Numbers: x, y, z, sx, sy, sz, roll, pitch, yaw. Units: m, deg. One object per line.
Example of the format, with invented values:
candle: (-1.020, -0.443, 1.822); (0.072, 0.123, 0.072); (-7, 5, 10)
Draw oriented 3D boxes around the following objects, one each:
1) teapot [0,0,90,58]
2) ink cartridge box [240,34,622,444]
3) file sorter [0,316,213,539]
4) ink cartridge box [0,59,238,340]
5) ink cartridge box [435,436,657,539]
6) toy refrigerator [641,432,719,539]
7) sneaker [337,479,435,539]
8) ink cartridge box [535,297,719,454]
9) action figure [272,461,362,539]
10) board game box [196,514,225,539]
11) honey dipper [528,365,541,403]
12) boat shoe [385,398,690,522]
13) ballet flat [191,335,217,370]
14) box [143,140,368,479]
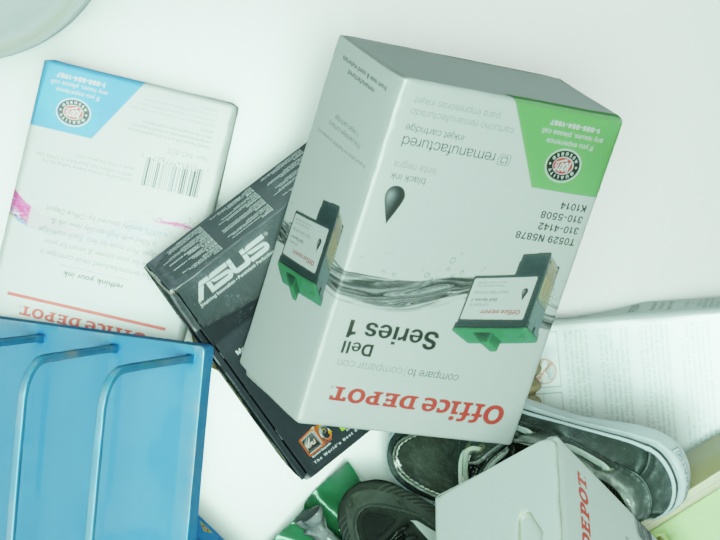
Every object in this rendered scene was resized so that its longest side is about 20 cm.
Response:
teapot: (-0.230, -0.225, 1.376); (0.197, 0.146, 0.200); (-24, 129, 17)
ink cartridge box: (0.037, -0.013, 1.330); (0.146, 0.084, 0.200); (8, 108, -30)
file sorter: (-0.200, 0.101, 1.327); (0.200, 0.123, 0.139); (7, 95, 19)
ink cartridge box: (-0.149, -0.013, 1.429); (0.115, 0.068, 0.200); (14, 92, -3)
ink cartridge box: (0.127, 0.206, 1.283); (0.084, 0.144, 0.200); (-29, 124, 23)
toy refrigerator: (0.156, 0.179, 1.413); (0.200, 0.070, 0.076); (-32, 100, 8)
sneaker: (0.042, 0.179, 1.358); (0.066, 0.091, 0.200); (-39, 53, 2)
ink cartridge box: (0.156, 0.103, 1.480); (0.200, 0.057, 0.163); (-4, 94, 17)
action figure: (0.026, 0.226, 1.467); (0.200, 0.055, 0.118); (43, 87, -9)
board game box: (-0.129, 0.249, 1.428); (0.200, 0.056, 0.196); (44, 104, -4)
honey dipper: (0.087, 0.134, 1.458); (0.038, 0.038, 0.200); (0, 100, -4)
boat shoe: (0.087, 0.111, 1.388); (0.200, 0.071, 0.072); (-1, 101, 38)
ballet flat: (-0.029, -0.022, 1.440); (0.069, 0.063, 0.200); (40, 90, -3)
box: (0.000, 0.000, 1.397); (0.200, 0.049, 0.161); (-37, 122, -7)
